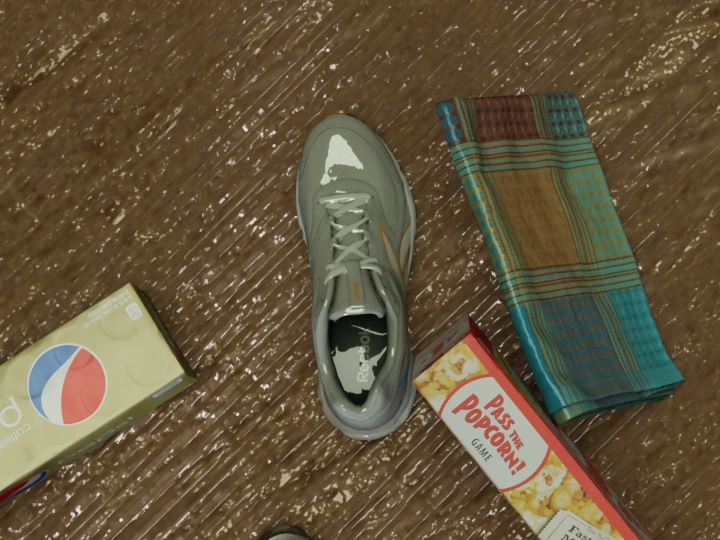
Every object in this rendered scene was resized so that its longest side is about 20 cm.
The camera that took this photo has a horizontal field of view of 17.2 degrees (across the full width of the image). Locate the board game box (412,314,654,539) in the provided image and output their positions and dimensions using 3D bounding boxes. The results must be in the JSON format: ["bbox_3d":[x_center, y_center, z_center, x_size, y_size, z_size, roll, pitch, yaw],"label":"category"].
[{"bbox_3d":[0.109,0.121,1.381,0.046,0.152,0.200,-39,92,3],"label":"board game box"}]

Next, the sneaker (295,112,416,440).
[{"bbox_3d":[0.000,0.000,1.445,0.075,0.092,0.201,-8,83,2],"label":"sneaker"}]

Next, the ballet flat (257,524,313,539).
[{"bbox_3d":[-0.062,0.253,1.451,0.067,0.046,0.201,10,90,-11],"label":"ballet flat"}]

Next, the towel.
[{"bbox_3d":[0.121,-0.012,1.421,0.022,0.146,0.201,-25,81,35],"label":"towel"}]

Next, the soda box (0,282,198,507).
[{"bbox_3d":[-0.203,0.091,1.463,0.199,0.064,0.068,-32,83,-1],"label":"soda box"}]
